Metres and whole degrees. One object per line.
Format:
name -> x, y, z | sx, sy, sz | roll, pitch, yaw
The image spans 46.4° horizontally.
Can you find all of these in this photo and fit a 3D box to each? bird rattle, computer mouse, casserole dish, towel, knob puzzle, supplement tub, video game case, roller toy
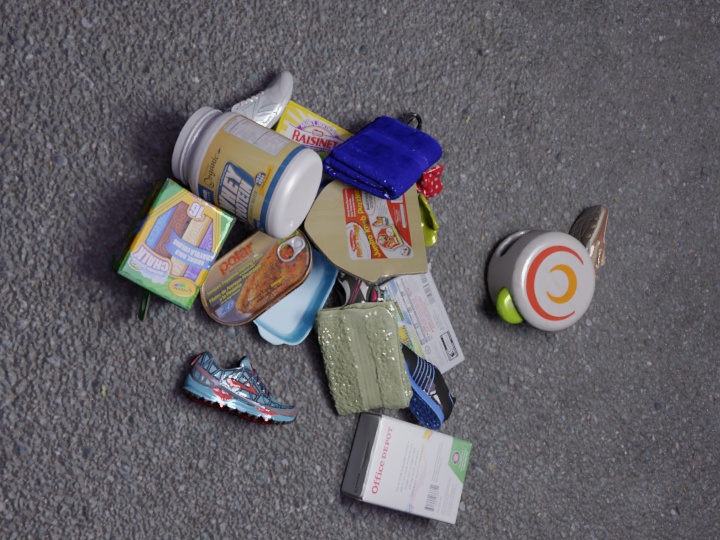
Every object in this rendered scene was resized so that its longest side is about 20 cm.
bird rattle -> 0.091, -0.092, 1.500 | 0.110, 0.201, 0.166 | 3, 119, 8
computer mouse -> 0.047, -0.223, 1.509 | 0.058, 0.034, 0.199 | 39, 57, 17
casserole dish -> -0.117, 0.030, 1.423 | 0.120, 0.039, 0.203 | 34, 71, -21
towel -> 0.004, 0.150, 1.419 | 0.145, 0.037, 0.204 | -8, 109, 9
knob puzzle -> 0.003, -0.071, 1.371 | 0.215, 0.031, 0.224 | 5, 68, -11
supplement tub -> -0.173, -0.152, 1.283 | 0.197, 0.145, 0.146 | 27, 72, 11
video game case -> 0.084, 0.113, 1.530 | 0.180, 0.022, 0.203 | -27, 99, -26
towel -> 0.041, -0.194, 1.397 | 0.146, 0.050, 0.200 | 23, 38, 16
roller toy -> 0.342, 0.017, 1.604 | 0.196, 0.139, 0.186 | 11, 91, -20

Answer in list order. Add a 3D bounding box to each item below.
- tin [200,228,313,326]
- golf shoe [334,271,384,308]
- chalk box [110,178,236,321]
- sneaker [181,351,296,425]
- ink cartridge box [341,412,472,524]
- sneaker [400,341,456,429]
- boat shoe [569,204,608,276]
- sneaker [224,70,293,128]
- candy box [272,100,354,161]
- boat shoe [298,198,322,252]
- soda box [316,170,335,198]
tin -> -0.166, 0.007, 1.356 | 0.198, 0.042, 0.113 | -35, 85, -1
golf shoe -> 0.000, 0.000, 1.459 | 0.086, 0.077, 0.204 | 7, 67, -7
chalk box -> -0.298, -0.022, 1.278 | 0.123, 0.124, 0.203 | 31, 81, -22
sneaker -> -0.183, 0.188, 1.355 | 0.197, 0.079, 0.097 | 24, 74, -24
ink cartridge box -> 0.082, 0.346, 1.475 | 0.197, 0.087, 0.148 | 21, 77, -26
sneaker -> 0.095, 0.182, 1.488 | 0.202, 0.070, 0.078 | 56, 44, -8
boat shoe -> 0.462, -0.034, 1.712 | 0.071, 0.075, 0.203 | 25, 84, -27
sneaker -> -0.178, -0.260, 1.397 | 0.080, 0.070, 0.202 | 35, 72, -17
candy box -> -0.064, -0.210, 1.475 | 0.197, 0.026, 0.104 | 24, 72, -24
boat shoe -> -0.062, -0.068, 1.396 | 0.197, 0.072, 0.069 | 19, 64, -14
soda box -> -0.093, -0.140, 1.431 | 0.197, 0.068, 0.065 | 24, 75, -24
